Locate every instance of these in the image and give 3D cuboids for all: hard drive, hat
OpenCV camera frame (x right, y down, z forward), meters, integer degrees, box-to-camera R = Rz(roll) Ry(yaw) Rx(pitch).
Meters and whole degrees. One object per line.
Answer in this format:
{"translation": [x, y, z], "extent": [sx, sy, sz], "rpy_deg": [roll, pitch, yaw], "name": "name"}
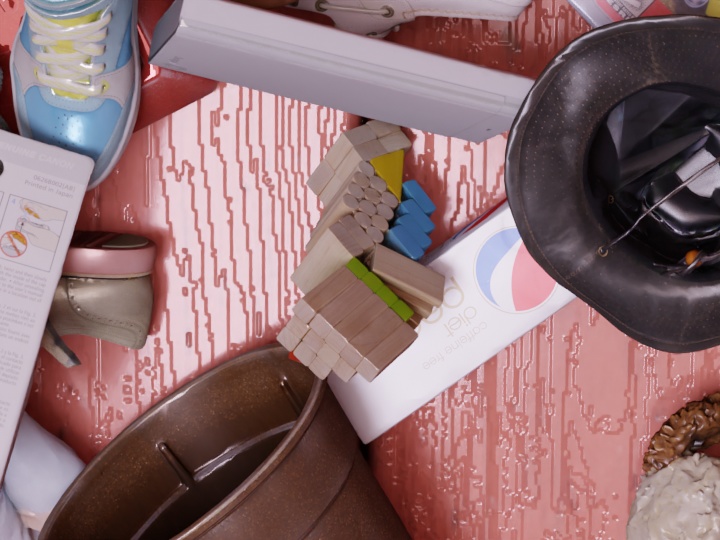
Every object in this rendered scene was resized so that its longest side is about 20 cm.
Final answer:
{"translation": [-0.012, -0.111, 1.507], "extent": [0.199, 0.132, 0.026], "rpy_deg": [13, 84, -11], "name": "hard drive"}
{"translation": [0.177, -0.060, 1.486], "extent": [0.199, 0.081, 0.202], "rpy_deg": [2, 114, 3], "name": "hat"}

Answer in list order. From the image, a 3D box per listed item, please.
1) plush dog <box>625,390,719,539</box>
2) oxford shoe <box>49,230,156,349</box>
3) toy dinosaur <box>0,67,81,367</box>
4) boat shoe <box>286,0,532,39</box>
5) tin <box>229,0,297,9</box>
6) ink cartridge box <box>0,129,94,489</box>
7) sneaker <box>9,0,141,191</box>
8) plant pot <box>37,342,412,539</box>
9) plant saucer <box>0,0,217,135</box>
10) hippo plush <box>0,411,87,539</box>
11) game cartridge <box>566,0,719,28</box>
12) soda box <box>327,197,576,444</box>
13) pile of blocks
{"translation": [0.232, 0.164, 1.551], "extent": [0.171, 0.160, 0.202], "rpy_deg": [5, 101, 29], "name": "plush dog"}
{"translation": [-0.220, 0.016, 1.606], "extent": [0.198, 0.071, 0.074], "rpy_deg": [1, 102, 7], "name": "oxford shoe"}
{"translation": [-0.225, -0.033, 1.531], "extent": [0.088, 0.047, 0.201], "rpy_deg": [-15, 85, -10], "name": "toy dinosaur"}
{"translation": [0.001, -0.165, 1.557], "extent": [0.198, 0.071, 0.070], "rpy_deg": [12, 115, 1], "name": "boat shoe"}
{"translation": [-0.026, -0.208, 1.508], "extent": [0.199, 0.042, 0.112], "rpy_deg": [-24, 55, -24], "name": "tin"}
{"translation": [-0.250, 0.013, 1.492], "extent": [0.161, 0.050, 0.201], "rpy_deg": [17, 69, -5], "name": "ink cartridge box"}
{"translation": [-0.164, -0.136, 1.491], "extent": [0.079, 0.131, 0.202], "rpy_deg": [6, 100, 5], "name": "sneaker"}
{"translation": [-0.049, 0.180, 1.549], "extent": [0.200, 0.201, 0.199], "rpy_deg": [-32, 110, 10], "name": "plant pot"}
{"translation": [-0.213, -0.151, 1.579], "extent": [0.199, 0.037, 0.201], "rpy_deg": [-26, 96, 10], "name": "plant saucer"}
{"translation": [-0.238, 0.138, 1.559], "extent": [0.159, 0.161, 0.200], "rpy_deg": [28, 120, -11], "name": "hippo plush"}
{"translation": [0.203, -0.162, 1.548], "extent": [0.200, 0.041, 0.133], "rpy_deg": [44, 97, -2], "name": "game cartridge"}
{"translation": [0.066, 0.014, 1.576], "extent": [0.199, 0.064, 0.068], "rpy_deg": [-36, 94, 10], "name": "soda box"}
{"translation": [0.000, 0.000, 1.534], "extent": [0.082, 0.201, 0.062], "rpy_deg": [27, 131, -14], "name": "pile of blocks"}
